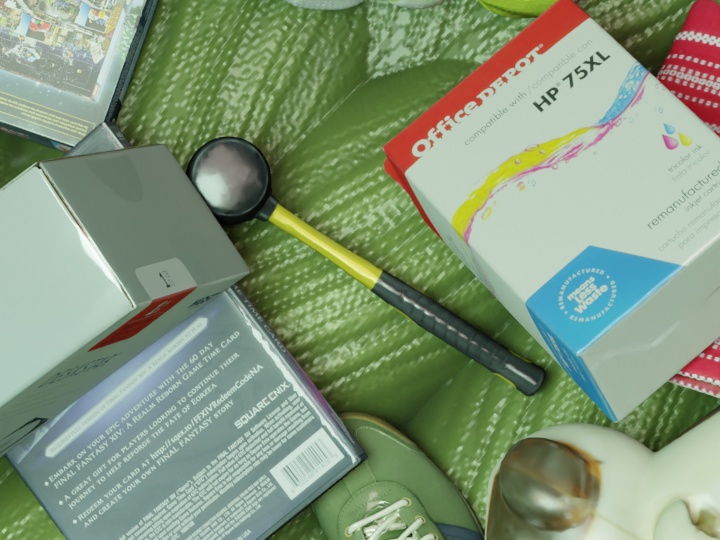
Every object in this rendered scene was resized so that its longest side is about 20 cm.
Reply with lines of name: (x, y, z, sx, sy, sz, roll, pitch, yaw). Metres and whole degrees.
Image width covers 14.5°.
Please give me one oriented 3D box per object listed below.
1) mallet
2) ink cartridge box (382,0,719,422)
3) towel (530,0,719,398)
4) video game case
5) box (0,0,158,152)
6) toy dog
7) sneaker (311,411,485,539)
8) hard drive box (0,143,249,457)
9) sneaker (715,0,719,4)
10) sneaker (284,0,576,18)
mallet: (0.000, 0.000, 1.354, 0.200, 0.066, 0.041, 34, 87, -11)
ink cartridge box: (0.094, -0.042, 1.291, 0.116, 0.067, 0.200, -40, 53, -3)
towel: (0.180, -0.036, 1.306, 0.144, 0.023, 0.201, 16, 66, 28)
video game case: (-0.110, 0.052, 1.332, 0.143, 0.019, 0.200, -39, 83, 16)
box: (-0.198, -0.149, 1.366, 0.199, 0.038, 0.137, 19, 85, 3)
toy dog: (0.155, 0.112, 1.287, 0.199, 0.140, 0.195, -7, 84, 2)
sneaker: (0.038, 0.151, 1.306, 0.067, 0.090, 0.201, -31, 84, -1)
hard drive box: (-0.168, 0.032, 1.258, 0.200, 0.156, 0.077, -37, 85, 17)
sneaker: (0.157, -0.219, 1.339, 0.090, 0.067, 0.200, -36, 75, -8)
sneaker: (0.013, -0.180, 1.347, 0.199, 0.076, 0.106, 6, 76, -17)
